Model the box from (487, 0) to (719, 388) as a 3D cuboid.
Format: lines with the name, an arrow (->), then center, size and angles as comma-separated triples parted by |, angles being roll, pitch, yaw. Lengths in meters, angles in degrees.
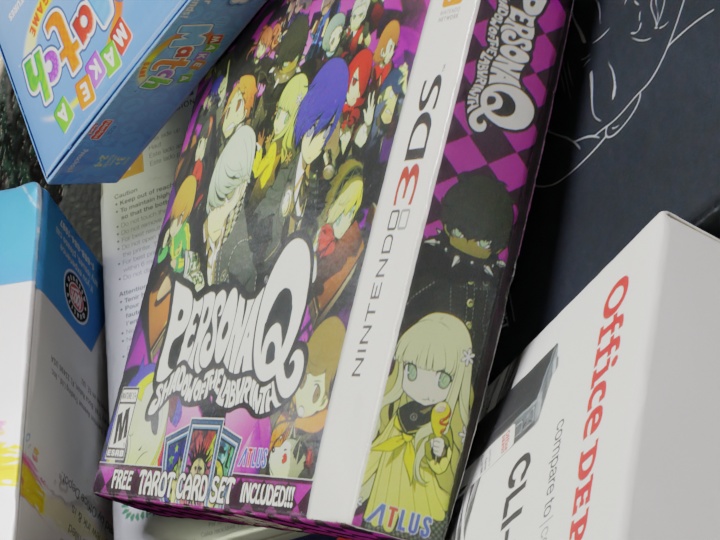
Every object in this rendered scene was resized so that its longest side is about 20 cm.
box -> 0.122, -0.065, 0.725 | 0.200, 0.107, 0.149 | -41, 47, 43

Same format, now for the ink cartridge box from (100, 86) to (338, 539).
ink cartridge box -> 0.000, 0.000, 0.880 | 0.196, 0.043, 0.201 | -17, 59, 21

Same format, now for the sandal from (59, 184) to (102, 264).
sandal -> -0.089, 0.010, 1.077 | 0.075, 0.048, 0.201 | -37, 37, 7

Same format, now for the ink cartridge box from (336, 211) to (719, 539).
ink cartridge box -> 0.057, 0.102, 0.684 | 0.200, 0.084, 0.145 | -48, 20, 43

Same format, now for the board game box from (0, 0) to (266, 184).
board game box -> -0.096, -0.155, 0.879 | 0.151, 0.037, 0.200 | -45, 57, 42

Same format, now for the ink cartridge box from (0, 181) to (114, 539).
ink cartridge box -> -0.158, 0.100, 0.896 | 0.144, 0.147, 0.201 | -9, 56, 14

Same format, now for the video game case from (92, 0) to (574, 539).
video game case -> -0.013, -0.008, 0.773 | 0.200, 0.036, 0.182 | -4, 70, 63
